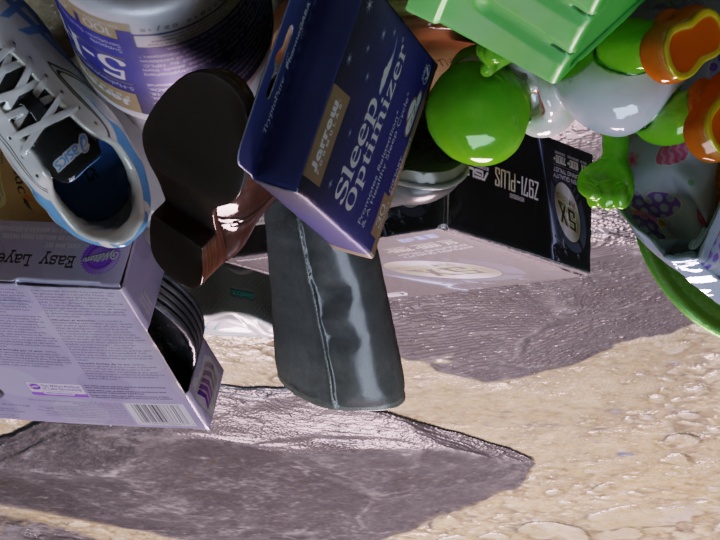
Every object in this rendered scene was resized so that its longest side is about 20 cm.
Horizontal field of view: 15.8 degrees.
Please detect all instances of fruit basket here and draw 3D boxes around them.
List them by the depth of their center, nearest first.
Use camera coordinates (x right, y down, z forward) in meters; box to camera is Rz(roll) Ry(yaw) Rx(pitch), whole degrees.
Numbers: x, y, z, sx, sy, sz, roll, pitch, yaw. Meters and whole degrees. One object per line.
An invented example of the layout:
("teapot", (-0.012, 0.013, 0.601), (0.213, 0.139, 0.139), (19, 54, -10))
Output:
("fruit basket", (0.069, -0.215, 1.338), (0.215, 0.155, 0.216), (39, 156, 21))

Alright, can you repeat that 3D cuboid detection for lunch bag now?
("lunch bag", (0.230, -0.072, 1.553), (0.127, 0.201, 0.169), (-14, 153, 33))

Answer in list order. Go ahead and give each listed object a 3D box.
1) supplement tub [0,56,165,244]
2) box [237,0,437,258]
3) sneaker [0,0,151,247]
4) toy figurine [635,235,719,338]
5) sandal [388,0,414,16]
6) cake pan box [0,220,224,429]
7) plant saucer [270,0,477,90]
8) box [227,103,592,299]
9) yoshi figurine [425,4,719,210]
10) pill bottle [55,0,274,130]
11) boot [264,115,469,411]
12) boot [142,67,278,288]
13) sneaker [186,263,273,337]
("supplement tub", (-0.174, -0.059, 1.674), (0.144, 0.145, 0.200), (17, 153, -35))
("box", (-0.010, -0.086, 1.412), (0.032, 0.122, 0.200), (17, 173, 18))
("sneaker", (-0.185, -0.094, 1.492), (0.200, 0.072, 0.072), (51, 173, -28))
("toy figurine", (0.309, -0.061, 1.707), (0.199, 0.151, 0.184), (-10, 159, -40))
("sandal", (0.060, -0.191, 1.473), (0.211, 0.078, 0.070), (0, 128, -17))
("cake pan box", (-0.200, 0.035, 1.649), (0.199, 0.053, 0.184), (2, 151, 20))
("plant saucer", (0.043, -0.135, 1.602), (0.199, 0.032, 0.200), (1, 164, 0))
("box", (0.028, -0.042, 1.732), (0.199, 0.087, 0.163), (-7, 165, 38))
("yoshi figurine", (0.115, -0.094, 1.471), (0.112, 0.113, 0.199), (9, 175, -43))
("pill bottle", (-0.110, -0.153, 1.469), (0.119, 0.120, 0.200), (-1, 158, 4))
("boot", (0.002, -0.001, 1.606), (0.072, 0.201, 0.181), (-25, -150, -38))
("boot", (-0.038, -0.105, 1.447), (0.064, 0.200, 0.187), (37, 149, 9))
("sneaker", (-0.126, 0.018, 1.964), (0.080, 0.071, 0.200), (-16, 153, 42))
